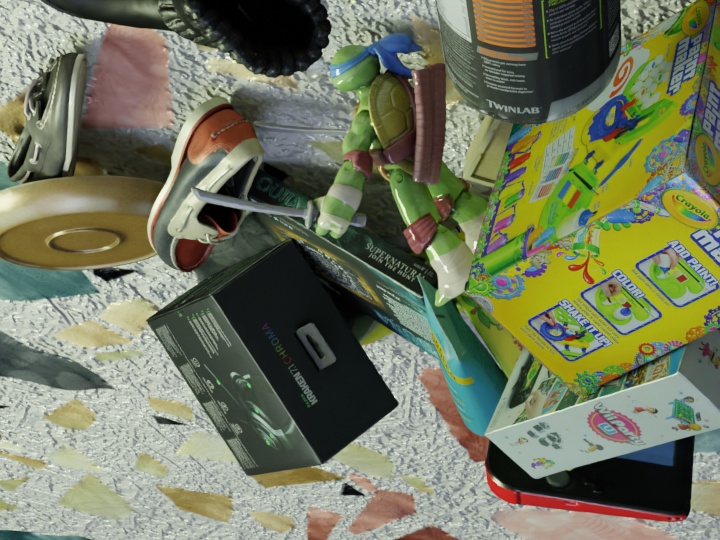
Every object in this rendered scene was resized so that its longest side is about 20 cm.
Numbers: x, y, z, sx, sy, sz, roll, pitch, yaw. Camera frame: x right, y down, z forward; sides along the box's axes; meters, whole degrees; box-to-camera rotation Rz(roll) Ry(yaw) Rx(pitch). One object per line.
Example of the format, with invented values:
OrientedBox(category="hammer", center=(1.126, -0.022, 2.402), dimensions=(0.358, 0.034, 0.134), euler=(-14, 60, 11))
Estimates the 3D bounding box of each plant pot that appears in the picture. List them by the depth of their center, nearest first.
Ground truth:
OrientedBox(category="plant pot", center=(-0.238, -0.035, 1.662), dimensions=(0.199, 0.028, 0.200), euler=(-5, 163, -1))

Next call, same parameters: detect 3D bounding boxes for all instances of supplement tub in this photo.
OrientedBox(category="supplement tub", center=(0.105, -0.196, 1.238), dimensions=(0.122, 0.123, 0.200), euler=(5, 149, 11))

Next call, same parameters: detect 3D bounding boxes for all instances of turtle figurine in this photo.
OrientedBox(category="turtle figurine", center=(0.008, -0.063, 1.460), dimensions=(0.194, 0.200, 0.144), euler=(50, -176, -10))

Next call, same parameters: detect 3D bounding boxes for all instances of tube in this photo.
OrientedBox(category="tube", center=(0.085, 0.075, 1.537), dimensions=(0.050, 0.078, 0.200), euler=(-31, 151, 0))

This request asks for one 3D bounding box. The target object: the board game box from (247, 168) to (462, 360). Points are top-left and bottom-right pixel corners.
OrientedBox(category="board game box", center=(0.000, 0.000, 1.608), dimensions=(0.200, 0.028, 0.135), euler=(31, 164, 30))

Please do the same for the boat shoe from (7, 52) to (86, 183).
OrientedBox(category="boat shoe", center=(-0.256, -0.114, 1.563), dimensions=(0.057, 0.067, 0.200), euler=(10, 154, -7))

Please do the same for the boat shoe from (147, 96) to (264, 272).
OrientedBox(category="boat shoe", center=(-0.123, -0.056, 1.582), dimensions=(0.063, 0.071, 0.200), euler=(46, 144, 18))

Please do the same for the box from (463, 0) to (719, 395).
OrientedBox(category="box", center=(0.196, -0.054, 1.324), dimensions=(0.122, 0.200, 0.192), euler=(42, 132, -21))

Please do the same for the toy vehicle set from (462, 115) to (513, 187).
OrientedBox(category="toy vehicle set", center=(0.190, -0.085, 1.493), dimensions=(0.199, 0.027, 0.124), euler=(16, 150, -7))

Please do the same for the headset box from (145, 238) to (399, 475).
OrientedBox(category="headset box", center=(-0.078, 0.079, 1.681), dimensions=(0.174, 0.093, 0.200), euler=(57, 156, -5))

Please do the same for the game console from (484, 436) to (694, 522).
OrientedBox(category="game console", center=(0.205, 0.134, 1.697), dimensions=(0.176, 0.200, 0.031), euler=(5, 131, 9))

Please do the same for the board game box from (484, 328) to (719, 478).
OrientedBox(category="board game box", center=(0.197, 0.059, 1.392), dimensions=(0.064, 0.148, 0.200), euler=(41, 143, -20))

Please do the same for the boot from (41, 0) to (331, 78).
OrientedBox(category="boot", center=(-0.126, -0.189, 1.298), dimensions=(0.210, 0.080, 0.158), euler=(8, -165, -8))

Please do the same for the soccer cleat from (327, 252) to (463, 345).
OrientedBox(category="soccer cleat", center=(0.028, 0.027, 1.727), dimensions=(0.200, 0.065, 0.084), euler=(-17, 167, 35))

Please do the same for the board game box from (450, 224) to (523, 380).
OrientedBox(category="board game box", center=(0.131, 0.059, 1.599), dimensions=(0.048, 0.102, 0.200), euler=(-33, 103, 4))
